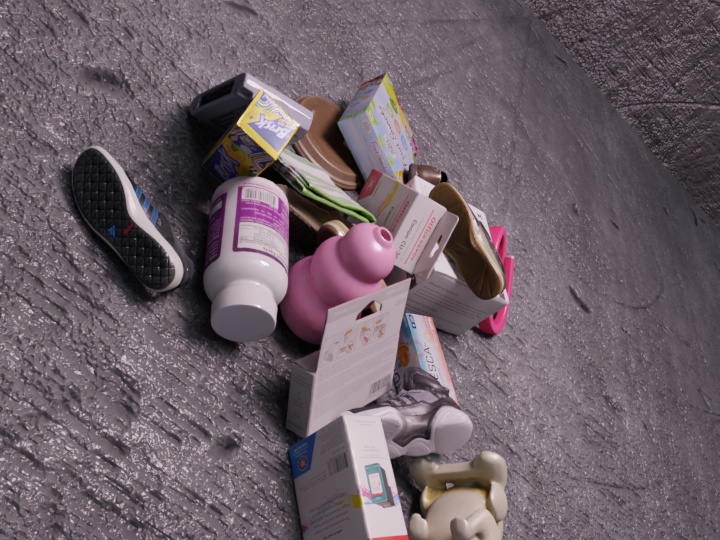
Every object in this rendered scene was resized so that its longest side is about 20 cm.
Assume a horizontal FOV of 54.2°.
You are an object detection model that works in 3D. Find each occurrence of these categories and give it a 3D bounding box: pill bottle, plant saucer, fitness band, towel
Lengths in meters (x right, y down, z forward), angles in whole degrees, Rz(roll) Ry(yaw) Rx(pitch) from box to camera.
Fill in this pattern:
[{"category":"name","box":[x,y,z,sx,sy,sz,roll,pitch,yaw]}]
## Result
[{"category":"pill bottle","box":[-0.148,-0.015,0.922,0.111,0.112,0.205,25,45,-32]},{"category":"plant saucer","box":[-0.053,-0.240,1.286,0.197,0.029,0.204,30,41,-30]},{"category":"fitness band","box":[0.259,0.018,1.348,0.143,0.036,0.207,14,82,-65]},{"category":"towel","box":[-0.069,-0.141,1.100,0.147,0.031,0.200,21,15,-37]}]

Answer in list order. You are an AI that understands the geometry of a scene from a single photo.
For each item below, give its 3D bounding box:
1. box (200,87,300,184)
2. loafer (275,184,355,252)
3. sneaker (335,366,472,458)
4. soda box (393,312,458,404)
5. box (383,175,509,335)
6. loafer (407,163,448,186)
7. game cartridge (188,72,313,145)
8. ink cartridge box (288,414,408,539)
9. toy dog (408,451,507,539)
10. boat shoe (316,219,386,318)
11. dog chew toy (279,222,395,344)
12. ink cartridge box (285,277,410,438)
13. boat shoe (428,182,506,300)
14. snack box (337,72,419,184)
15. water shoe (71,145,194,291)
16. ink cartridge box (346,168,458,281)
[{"category":"box","box":[-0.155,-0.170,0.964,0.070,0.199,0.065,40,69,-15]},{"category":"loafer","box":[-0.075,-0.076,1.083,0.199,0.075,0.069,38,53,-38]},{"category":"sneaker","box":[0.050,0.194,0.971,0.194,0.077,0.115,4,30,-17]},{"category":"soda box","box":[0.097,0.173,1.090,0.067,0.063,0.205,12,52,-42]},{"category":"box","box":[0.136,-0.021,1.235,0.197,0.130,0.204,21,46,-36]},{"category":"loafer","box":[0.134,-0.155,1.337,0.200,0.069,0.076,-3,97,-78]},{"category":"game cartridge","box":[-0.157,-0.225,1.024,0.131,0.198,0.043,20,80,-34]},{"category":"ink cartridge box","box":[-0.012,0.288,0.826,0.066,0.115,0.205,13,52,-41]},{"category":"toy dog","box":[0.123,0.372,0.922,0.202,0.135,0.198,-71,153,-51]},{"category":"boat shoe","box":[0.000,0.000,1.074,0.076,0.070,0.203,-47,126,-34]},{"category":"dog chew toy","box":[-0.026,0.012,0.961,0.123,0.200,0.127,28,37,-25]},{"category":"ink cartridge box","box":[-0.013,0.106,0.939,0.044,0.182,0.198,20,21,30]},{"category":"boat shoe","box":[0.172,-0.047,1.134,0.064,0.072,0.205,-3,67,-60]},{"category":"snack box","box":[0.040,-0.248,1.312,0.171,0.066,0.202,61,28,-26]},{"category":"water shoe","box":[-0.280,-0.059,0.864,0.203,0.071,0.079,56,8,6]},{"category":"ink cartridge box","box":[0.060,-0.076,1.125,0.066,0.119,0.199,24,7,-34]}]
